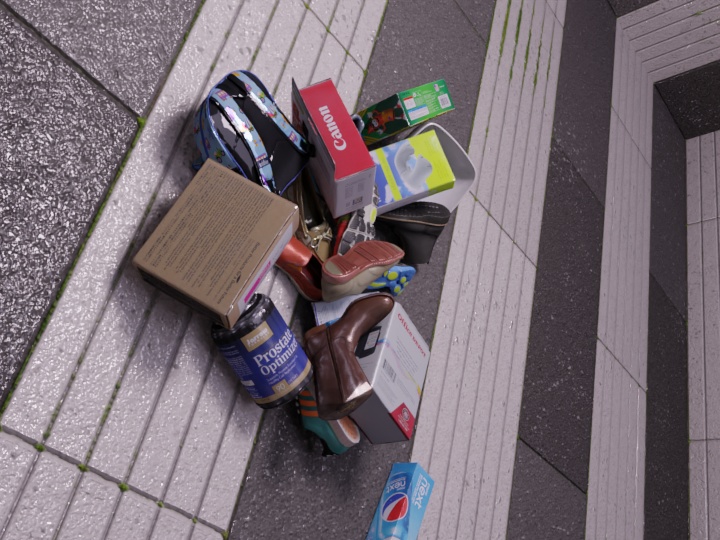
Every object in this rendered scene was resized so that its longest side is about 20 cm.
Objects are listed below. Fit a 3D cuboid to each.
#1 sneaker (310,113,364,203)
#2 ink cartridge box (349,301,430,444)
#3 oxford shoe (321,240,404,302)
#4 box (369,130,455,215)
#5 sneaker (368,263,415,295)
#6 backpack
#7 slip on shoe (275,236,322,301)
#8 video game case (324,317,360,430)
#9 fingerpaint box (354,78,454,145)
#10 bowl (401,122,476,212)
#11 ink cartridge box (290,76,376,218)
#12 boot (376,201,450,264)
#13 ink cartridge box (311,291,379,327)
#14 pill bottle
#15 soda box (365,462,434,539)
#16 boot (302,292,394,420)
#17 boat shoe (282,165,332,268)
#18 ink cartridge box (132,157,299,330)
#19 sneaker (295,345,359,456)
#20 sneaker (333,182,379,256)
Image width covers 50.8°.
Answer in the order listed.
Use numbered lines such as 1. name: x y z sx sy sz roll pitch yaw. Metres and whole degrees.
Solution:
1. sneaker: -0.042 -0.226 1.466 0.079 0.095 0.202 33 55 -40
2. ink cartridge box: 0.043 0.181 1.344 0.146 0.082 0.201 55 35 -30
3. oxford shoe: 0.000 0.000 1.380 0.199 0.071 0.075 -19 134 -40
4. box: 0.076 -0.191 1.515 0.048 0.198 0.123 89 -20 -72
5. sneaker: 0.043 -0.001 1.513 0.083 0.071 0.199 44 17 30
6. backpack: -0.196 -0.212 1.243 0.201 0.133 0.183 55 43 -25
7. slip on shoe: -0.116 -0.025 1.344 0.201 0.061 0.074 51 47 -26
8. video game case: 0.006 0.179 1.401 0.142 0.018 0.203 -14 90 -51
9. fingerpaint box: 0.075 -0.325 1.583 0.199 0.166 0.074 -31 101 -49
10. bowl: 0.133 -0.204 1.638 0.200 0.075 0.200 -47 122 2
11. ink cartridge box: -0.050 -0.227 1.342 0.083 0.176 0.202 -21 69 -12
12. boot: 0.078 -0.077 1.592 0.197 0.140 0.078 9 36 -12
13. ink cartridge box: -0.019 0.148 1.426 0.199 0.040 0.203 -5 84 -51
14. pill bottle: -0.167 0.109 1.200 0.201 0.111 0.112 60 41 -20
15. soda box: 0.071 0.465 1.422 0.068 0.064 0.201 51 44 -27
16. boot: -0.003 0.141 1.243 0.064 0.185 0.201 54 7 -33
17. boat shoe: -0.092 -0.099 1.391 0.073 0.063 0.203 -29 103 -51
18. ink cartridge box: -0.208 -0.040 1.118 0.163 0.075 0.201 29 68 8
19. sneaker: -0.085 0.227 1.303 0.201 0.080 0.071 58 20 11
20. sneaker: -0.018 -0.085 1.447 0.077 0.084 0.202 31 64 -37
